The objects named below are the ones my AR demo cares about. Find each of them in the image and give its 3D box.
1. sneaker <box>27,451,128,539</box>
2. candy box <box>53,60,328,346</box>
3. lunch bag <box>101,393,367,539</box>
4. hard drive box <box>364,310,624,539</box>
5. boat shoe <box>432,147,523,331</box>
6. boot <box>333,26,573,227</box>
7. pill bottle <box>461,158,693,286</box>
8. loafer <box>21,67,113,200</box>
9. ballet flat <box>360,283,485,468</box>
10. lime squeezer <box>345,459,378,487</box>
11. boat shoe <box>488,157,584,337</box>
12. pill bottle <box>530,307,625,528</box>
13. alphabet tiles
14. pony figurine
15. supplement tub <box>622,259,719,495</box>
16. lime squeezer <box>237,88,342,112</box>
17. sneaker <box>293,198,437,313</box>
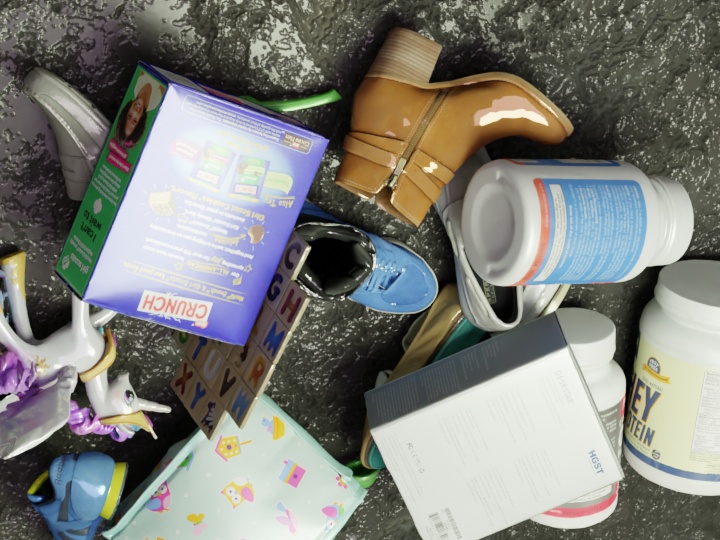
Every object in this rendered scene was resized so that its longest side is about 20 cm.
[{"bbox_3d":[-0.269,0.208,1.627,0.078,0.200,0.067,15,65,-12],"label":"sneaker"},{"bbox_3d":[-0.145,-0.055,1.528,0.168,0.077,0.202,18,100,-34],"label":"candy box"},{"bbox_3d":[-0.115,0.223,1.666,0.170,0.122,0.200,44,92,-2],"label":"lunch bag"},{"bbox_3d":[0.125,0.154,1.657,0.198,0.077,0.157,-22,114,6],"label":"hard drive box"},{"bbox_3d":[0.109,-0.040,1.648,0.071,0.066,0.202,-11,94,-18],"label":"boat shoe"},{"bbox_3d":[0.082,-0.111,1.597,0.199,0.077,0.157,24,80,-15],"label":"boot"},{"bbox_3d":[0.199,-0.044,1.598,0.198,0.112,0.113,-1,114,-30],"label":"pill bottle"},{"bbox_3d":[-0.231,-0.091,1.548,0.070,0.070,0.200,-43,119,-7],"label":"loafer"},{"bbox_3d":[0.054,0.101,1.725,0.201,0.063,0.068,-54,140,4],"label":"ballet flat"},{"bbox_3d":[0.000,0.221,1.748,0.070,0.038,0.201,39,82,-17],"label":"lime squeezer"},{"bbox_3d":[0.175,-0.017,1.710,0.068,0.075,0.201,30,98,-17],"label":"boat shoe"},{"bbox_3d":[0.207,0.144,1.763,0.110,0.111,0.202,-7,116,-14],"label":"pill bottle"},{"bbox_3d":[-0.110,0.043,1.591,0.006,0.166,0.201,17,108,-35],"label":"alphabet tiles"},{"bbox_3d":[-0.282,0.085,1.581,0.192,0.166,0.202,-21,102,-16],"label":"pony figurine"},{"bbox_3d":[0.343,0.105,1.769,0.143,0.145,0.202,-2,113,-16],"label":"supplement tub"},{"bbox_3d":[-0.111,-0.111,1.593,0.200,0.038,0.071,-47,130,-4],"label":"lime squeezer"},{"bbox_3d":[-0.001,0.001,1.636,0.199,0.111,0.077,32,101,-27],"label":"sneaker"}]
